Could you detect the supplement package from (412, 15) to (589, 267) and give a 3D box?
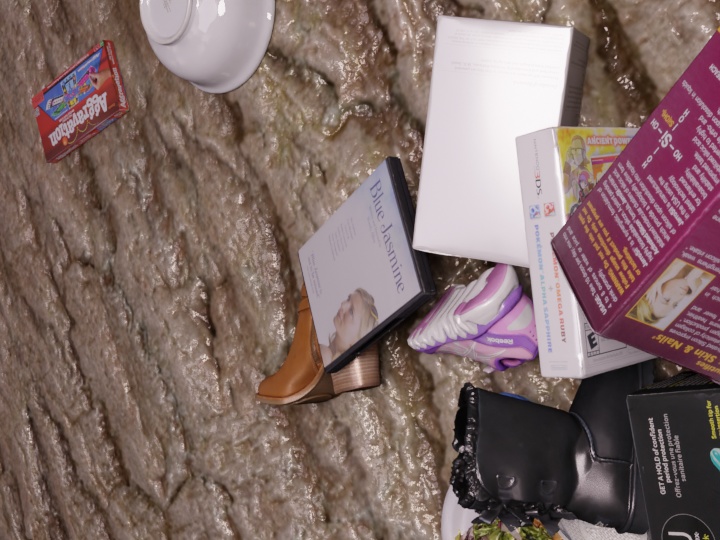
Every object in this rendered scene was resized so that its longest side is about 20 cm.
[{"bbox_3d":[0.126,-0.115,0.877,0.118,0.121,0.203,9,100,18],"label":"supplement package"}]

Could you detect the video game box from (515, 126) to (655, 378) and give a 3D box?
[{"bbox_3d":[0.207,-0.020,0.784,0.047,0.198,0.185,-3,92,47],"label":"video game box"}]

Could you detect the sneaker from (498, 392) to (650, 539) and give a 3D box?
[{"bbox_3d":[0.179,0.186,0.885,0.077,0.085,0.200,-46,58,-1],"label":"sneaker"}]

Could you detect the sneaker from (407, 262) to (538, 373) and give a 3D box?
[{"bbox_3d":[0.113,0.059,0.929,0.088,0.081,0.200,41,160,-6],"label":"sneaker"}]

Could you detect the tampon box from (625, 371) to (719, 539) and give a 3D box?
[{"bbox_3d":[0.329,0.150,0.745,0.198,0.125,0.152,-11,87,41],"label":"tampon box"}]

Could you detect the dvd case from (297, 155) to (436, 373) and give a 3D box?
[{"bbox_3d":[0.000,0.000,0.974,0.200,0.017,0.144,-42,55,49],"label":"dvd case"}]

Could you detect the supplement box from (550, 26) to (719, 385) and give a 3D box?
[{"bbox_3d":[0.242,-0.041,0.637,0.201,0.130,0.104,-55,30,28],"label":"supplement box"}]

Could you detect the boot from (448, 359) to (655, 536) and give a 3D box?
[{"bbox_3d":[0.161,0.126,0.829,0.074,0.160,0.201,107,172,-62],"label":"boot"}]

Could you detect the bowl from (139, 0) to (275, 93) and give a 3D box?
[{"bbox_3d":[-0.202,-0.316,1.180,0.199,0.090,0.204,6,99,40],"label":"bowl"}]

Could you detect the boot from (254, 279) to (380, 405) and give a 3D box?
[{"bbox_3d":[-0.058,0.068,1.109,0.199,0.076,0.157,-23,72,50],"label":"boot"}]

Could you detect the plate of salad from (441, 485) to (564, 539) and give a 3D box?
[{"bbox_3d":[0.154,0.276,0.961,0.198,0.048,0.203,5,98,40],"label":"plate of salad"}]

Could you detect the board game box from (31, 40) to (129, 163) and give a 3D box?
[{"bbox_3d":[-0.405,-0.238,1.410,0.199,0.019,0.104,-23,81,40],"label":"board game box"}]
